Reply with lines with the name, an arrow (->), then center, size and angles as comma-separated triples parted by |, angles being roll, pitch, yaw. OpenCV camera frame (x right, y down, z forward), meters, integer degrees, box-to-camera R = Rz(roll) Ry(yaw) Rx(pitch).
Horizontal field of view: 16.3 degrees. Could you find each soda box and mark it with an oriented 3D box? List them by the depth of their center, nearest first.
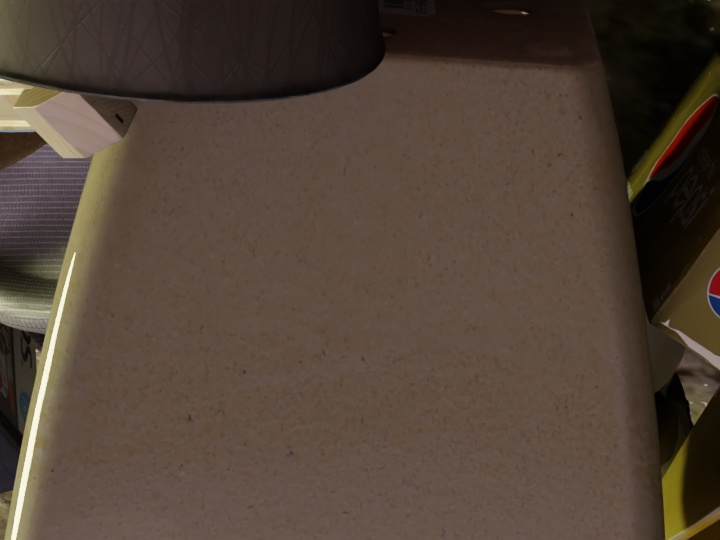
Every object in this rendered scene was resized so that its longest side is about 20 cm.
soda box -> 0.131, -0.015, 0.820 | 0.064, 0.068, 0.200 | 34, -168, -6

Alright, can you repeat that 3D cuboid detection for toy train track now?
toy train track -> -0.146, -0.042, 0.749 | 0.199, 0.033, 0.115 | 2, 146, 42

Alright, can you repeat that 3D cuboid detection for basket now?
basket -> -0.065, -0.166, 0.682 | 0.180, 0.136, 0.201 | 24, 120, 41

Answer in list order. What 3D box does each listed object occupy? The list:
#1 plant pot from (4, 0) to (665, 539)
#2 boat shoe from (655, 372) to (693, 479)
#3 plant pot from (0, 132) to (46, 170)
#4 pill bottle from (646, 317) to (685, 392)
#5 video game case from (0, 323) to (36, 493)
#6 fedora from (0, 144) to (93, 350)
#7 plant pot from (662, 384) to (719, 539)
plant pot -> 0.000, 0.000, 0.795 | 0.199, 0.200, 0.178 | 5, 109, 0
boat shoe -> 0.106, 0.078, 1.024 | 0.201, 0.071, 0.066 | -84, -29, -81
plant pot -> -0.160, -0.160, 0.831 | 0.186, 0.187, 0.200 | 22, 140, 3
pill bottle -> 0.029, 0.007, 1.016 | 0.199, 0.112, 0.111 | 2, 145, 37
video game case -> -0.187, -0.033, 1.057 | 0.025, 0.181, 0.200 | -17, 140, 11
fedora -> -0.112, -0.031, 0.989 | 0.199, 0.178, 0.090 | 10, -167, 35
plant pot -> 0.233, 0.049, 0.859 | 0.199, 0.177, 0.200 | 27, 152, -7
